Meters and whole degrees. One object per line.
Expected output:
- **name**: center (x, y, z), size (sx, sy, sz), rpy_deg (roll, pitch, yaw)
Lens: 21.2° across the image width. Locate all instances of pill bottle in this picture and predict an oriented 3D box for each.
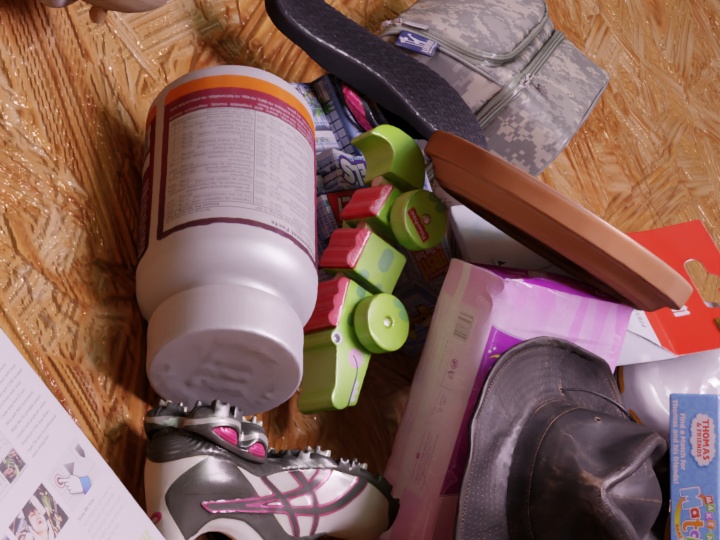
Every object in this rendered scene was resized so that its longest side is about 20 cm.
- **pill bottle**: center (-0.080, -0.018, 1.162), size (0.109, 0.109, 0.201), rpy_deg (36, 38, -38)
- **pill bottle**: center (0.231, 0.104, 1.462), size (0.200, 0.116, 0.117), rpy_deg (116, -44, -70)

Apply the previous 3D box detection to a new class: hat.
- **hat**: center (0.140, 0.137, 1.160), size (0.200, 0.081, 0.202), rpy_deg (-11, 104, -50)

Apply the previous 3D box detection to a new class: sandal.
- **sandal**: center (0.008, -0.130, 1.352), size (0.200, 0.045, 0.075), rpy_deg (35, 30, -15)

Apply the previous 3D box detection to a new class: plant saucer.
- **plant saucer**: center (0.126, -0.027, 1.267), size (0.200, 0.032, 0.200), rpy_deg (33, 0, 0)

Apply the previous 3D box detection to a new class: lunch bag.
- **lunch bag**: center (0.088, -0.146, 1.525), size (0.168, 0.139, 0.200), rpy_deg (43, 30, -1)

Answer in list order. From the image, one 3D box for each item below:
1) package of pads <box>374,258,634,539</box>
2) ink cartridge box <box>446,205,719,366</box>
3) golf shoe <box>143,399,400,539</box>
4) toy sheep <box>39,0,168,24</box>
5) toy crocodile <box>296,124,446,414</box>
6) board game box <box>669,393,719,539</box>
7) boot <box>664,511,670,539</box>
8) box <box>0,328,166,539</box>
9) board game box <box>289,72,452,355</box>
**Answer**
- **package of pads**: center (0.089, 0.097, 1.247), size (0.120, 0.076, 0.201), rpy_deg (12, 99, -32)
- **ink cartridge box**: center (0.174, 0.003, 1.376), size (0.160, 0.199, 0.047), rpy_deg (-108, -168, -54)
- **golf shoe**: center (-0.056, 0.140, 1.127), size (0.200, 0.077, 0.089), rpy_deg (26, 65, -44)
- **toy sheep**: center (-0.185, -0.236, 1.159), size (0.200, 0.138, 0.138), rpy_deg (46, 30, 0)
- **toy crocodile**: center (0.000, 0.000, 1.239), size (0.062, 0.067, 0.201), rpy_deg (34, 65, -32)
- **board game box**: center (0.238, 0.157, 1.255), size (0.200, 0.036, 0.152), rpy_deg (11, 78, -69)
- **boot**: center (0.243, 0.185, 1.378), size (0.200, 0.155, 0.077), rpy_deg (50, -3, -35)
- **box**: center (-0.189, 0.109, 0.958), size (0.200, 0.036, 0.144), rpy_deg (56, 29, -15)
- **board game box**: center (-0.005, -0.036, 1.348), size (0.200, 0.062, 0.201), rpy_deg (-10, 74, -60)
